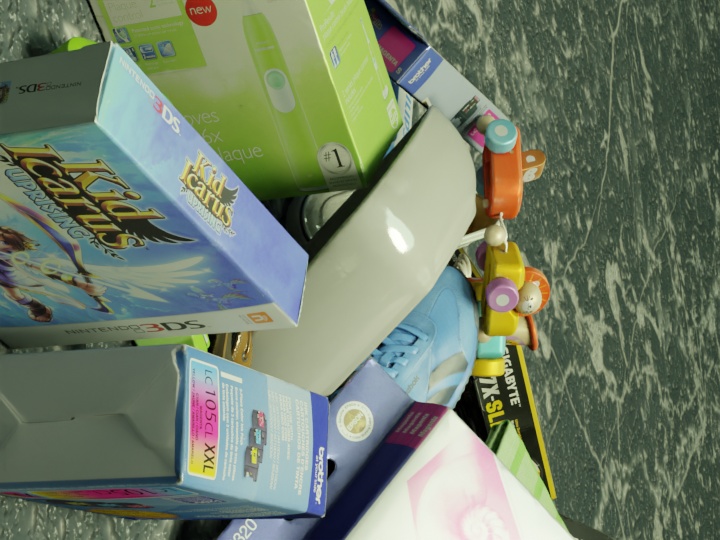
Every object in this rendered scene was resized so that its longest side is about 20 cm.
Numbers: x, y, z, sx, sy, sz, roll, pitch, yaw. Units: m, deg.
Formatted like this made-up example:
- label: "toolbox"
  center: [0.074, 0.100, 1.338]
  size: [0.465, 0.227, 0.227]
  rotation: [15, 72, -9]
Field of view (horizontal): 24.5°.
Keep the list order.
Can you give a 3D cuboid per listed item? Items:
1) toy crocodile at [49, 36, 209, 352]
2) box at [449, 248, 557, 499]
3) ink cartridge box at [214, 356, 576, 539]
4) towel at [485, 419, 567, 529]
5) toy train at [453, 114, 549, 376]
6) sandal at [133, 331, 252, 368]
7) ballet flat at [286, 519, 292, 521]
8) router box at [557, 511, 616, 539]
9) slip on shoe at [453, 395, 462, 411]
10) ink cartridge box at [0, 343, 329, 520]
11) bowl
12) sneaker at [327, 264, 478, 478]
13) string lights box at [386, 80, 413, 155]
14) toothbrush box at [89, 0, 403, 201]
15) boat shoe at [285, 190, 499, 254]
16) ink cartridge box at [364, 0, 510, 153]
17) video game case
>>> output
- label: "toy crocodile"
  center: [-0.134, -0.038, 0.953]
  size: [0.062, 0.067, 0.202]
  rotation: [10, 64, -70]
- label: "box"
  center: [0.104, 0.086, 1.405]
  size: [0.200, 0.049, 0.161]
  rotation: [-116, -169, -65]
- label: "ink cartridge box"
  center: [0.024, 0.190, 1.057]
  size: [0.200, 0.043, 0.197]
  rotation: [45, 65, -10]
- label: "towel"
  center: [0.093, 0.228, 1.183]
  size: [0.150, 0.030, 0.201]
  rotation: [62, 39, -32]
- label: "toy train"
  center: [0.107, -0.011, 1.214]
  size: [0.201, 0.055, 0.151]
  rotation: [97, -7, -55]
- label: "sandal"
  center: [-0.093, 0.051, 1.031]
  size: [0.055, 0.081, 0.202]
  rotation: [-35, 120, -47]
- label: "ballet flat"
  center: [-0.018, 0.183, 1.190]
  size: [0.067, 0.070, 0.202]
  rotation: [-47, 127, -58]
- label: "router box"
  center: [0.117, 0.237, 1.387]
  size: [0.200, 0.148, 0.052]
  rotation: [32, 56, -60]
- label: "slip on shoe"
  center: [0.036, 0.036, 1.360]
  size: [0.074, 0.061, 0.202]
  rotation: [-48, 126, -56]
- label: "ink cartridge box"
  center: [-0.105, 0.098, 0.931]
  size: [0.200, 0.135, 0.077]
  rotation: [26, 63, -62]
- label: "bowl"
  center: [0.000, 0.000, 1.111]
  size: [0.075, 0.200, 0.200]
  rotation: [41, 31, -3]
- label: "sneaker"
  center: [0.021, 0.079, 1.130]
  size: [0.078, 0.066, 0.201]
  rotation: [44, 65, -50]
- label: "string lights box"
  center: [-0.024, -0.159, 1.271]
  size: [0.200, 0.058, 0.104]
  rotation: [48, 40, -53]
- label: "toothbrush box"
  center: [-0.075, -0.149, 1.046]
  size: [0.086, 0.144, 0.201]
  rotation: [-60, 139, -52]
- label: "boat shoe"
  center: [0.033, -0.041, 1.287]
  size: [0.199, 0.070, 0.072]
  rotation: [0, 80, -42]
- label: "ink cartridge box"
  center: [0.026, -0.159, 1.182]
  size: [0.119, 0.042, 0.200]
  rotation: [46, 5, 26]
- label: "video game case"
  center: [-0.148, -0.027, 0.808]
  size: [0.200, 0.180, 0.046]
  rotation: [49, 42, -52]
